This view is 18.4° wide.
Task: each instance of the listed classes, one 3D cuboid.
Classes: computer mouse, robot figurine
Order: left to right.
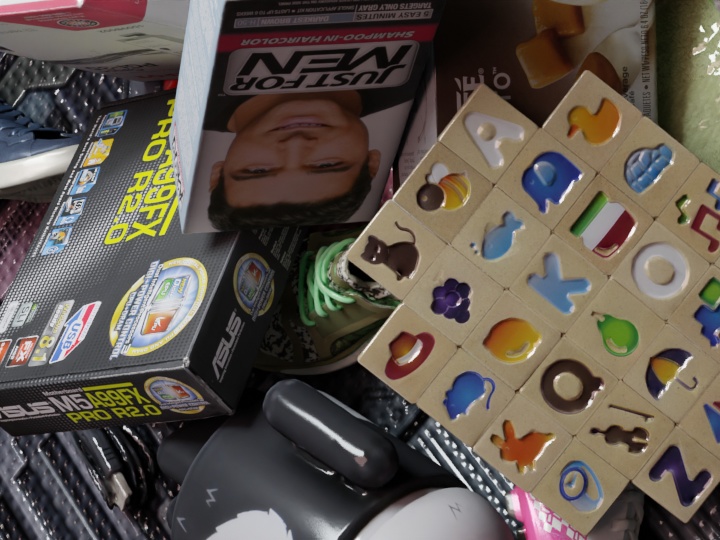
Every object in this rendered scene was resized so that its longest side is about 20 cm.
[{"bbox_3d":[-0.112,0.027,1.238,0.200,0.053,0.139,-44,58,23],"label":"computer mouse"},{"bbox_3d":[-0.014,0.136,1.097,0.200,0.150,0.125,30,87,37],"label":"robot figurine"}]

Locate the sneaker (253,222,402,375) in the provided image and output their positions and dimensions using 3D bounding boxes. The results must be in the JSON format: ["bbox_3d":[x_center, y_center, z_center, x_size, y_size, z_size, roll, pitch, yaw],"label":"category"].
[{"bbox_3d":[0.000,0.000,1.125,0.199,0.089,0.077,-15,70,26],"label":"sneaker"}]

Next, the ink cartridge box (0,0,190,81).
[{"bbox_3d":[-0.128,-0.158,1.191,0.146,0.200,0.083,-1,85,37],"label":"ink cartridge box"}]

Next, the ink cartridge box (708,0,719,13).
[{"bbox_3d":[0.217,-0.205,0.983,0.117,0.067,0.201,-15,55,37],"label":"ink cartridge box"}]

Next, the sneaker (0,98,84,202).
[{"bbox_3d":[-0.225,-0.083,1.329,0.199,0.075,0.085,-4,84,37],"label":"sneaker"}]

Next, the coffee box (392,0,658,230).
[{"bbox_3d":[0.073,-0.125,1.041,0.080,0.114,0.201,-157,65,-72],"label":"coffee box"}]

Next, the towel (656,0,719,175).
[{"bbox_3d":[0.218,-0.092,1.019,0.200,0.036,0.149,-27,67,30],"label":"towel"}]

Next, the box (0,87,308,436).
[{"bbox_3d":[-0.104,-0.012,1.159,0.160,0.044,0.200,-8,48,38],"label":"box"}]

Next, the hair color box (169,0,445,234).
[{"bbox_3d":[-0.029,-0.092,1.020,0.200,0.099,0.061,109,154,-61],"label":"hair color box"}]

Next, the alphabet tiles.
[{"bbox_3d":[0.101,0.016,1.004,0.200,0.006,0.167,38,93,-5],"label":"alphabet tiles"}]

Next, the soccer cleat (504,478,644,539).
[{"bbox_3d":[0.108,0.097,1.050,0.086,0.070,0.201,-17,80,5],"label":"soccer cleat"}]
